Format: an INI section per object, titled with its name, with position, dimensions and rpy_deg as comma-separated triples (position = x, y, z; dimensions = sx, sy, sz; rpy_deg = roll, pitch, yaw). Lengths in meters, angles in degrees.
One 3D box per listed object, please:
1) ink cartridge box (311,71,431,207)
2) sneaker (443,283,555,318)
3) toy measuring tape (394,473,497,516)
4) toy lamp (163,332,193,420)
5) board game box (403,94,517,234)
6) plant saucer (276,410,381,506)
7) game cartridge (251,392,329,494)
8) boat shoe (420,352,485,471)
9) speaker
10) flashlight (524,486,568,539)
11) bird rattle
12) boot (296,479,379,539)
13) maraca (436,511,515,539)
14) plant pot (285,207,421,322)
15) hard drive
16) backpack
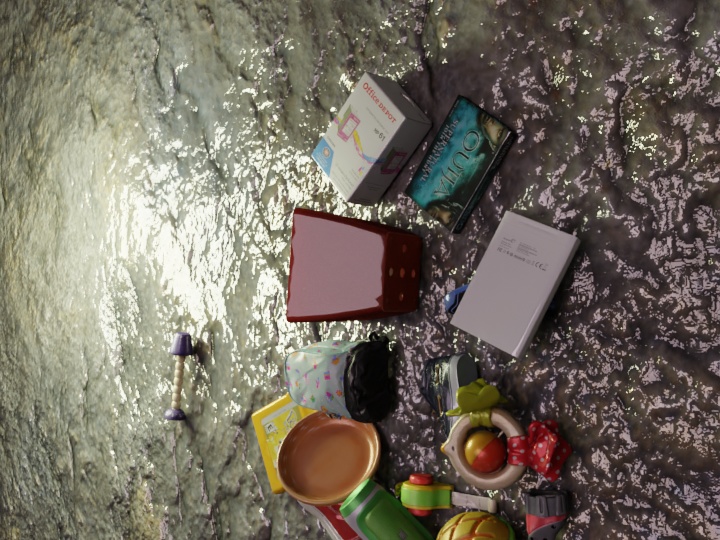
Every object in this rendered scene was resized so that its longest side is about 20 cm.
[ink cartridge box]
position = 0.018, -0.242, 1.515
dimensions = 0.200, 0.084, 0.145
rpy_deg = -53, 56, 25
[sneaker]
position = 0.221, 0.057, 1.321
dimensions = 0.199, 0.070, 0.078
rpy_deg = -18, 68, 39
[toy measuring tape]
position = 0.131, 0.385, 1.382
dimensions = 0.199, 0.073, 0.074
rpy_deg = -1, 87, 43
[toy lamp]
position = -0.424, 0.245, 1.906
dimensions = 0.058, 0.058, 0.201
rpy_deg = 11, 94, 42
[board game box]
position = 0.169, -0.182, 1.411
dimensions = 0.135, 0.028, 0.201
rpy_deg = 44, 116, 36
[plant saucer]
position = -0.056, 0.346, 1.511
dimensions = 0.199, 0.038, 0.201
rpy_deg = -10, 46, 10
[game cartridge]
position = -0.129, 0.335, 1.649
dimensions = 0.200, 0.032, 0.177
rpy_deg = -35, 65, 36
[boat shoe]
position = 0.154, 0.242, 1.379
dimensions = 0.091, 0.071, 0.202
rpy_deg = -13, 76, 49
[speaker]
position = 0.059, 0.451, 1.387
dimensions = 0.200, 0.088, 0.088
rpy_deg = 45, 119, 4
[flashlight]
position = 0.288, 0.436, 1.244
dimensions = 0.068, 0.067, 0.201
rpy_deg = 157, 109, -81
[bird rattle]
position = 0.216, 0.266, 1.275
dimensions = 0.200, 0.113, 0.163
rpy_deg = 39, 108, 10
[boot]
position = -0.039, 0.405, 1.528
dimensions = 0.200, 0.072, 0.145
rpy_deg = 44, 116, 18
[maraca]
position = 0.187, 0.441, 1.274
dimensions = 0.107, 0.137, 0.200
rpy_deg = 55, 163, -11
[plant pot]
position = 0.000, 0.000, 1.456
dimensions = 0.175, 0.199, 0.201
rpy_deg = 5, 90, 31
[hard drive]
position = 0.237, 0.020, 1.264
dimensions = 0.132, 0.027, 0.201
rpy_deg = 26, 89, 38
[backpack]
position = -0.044, 0.194, 1.517
dimensions = 0.199, 0.126, 0.168
rpy_deg = 4, 93, 45
